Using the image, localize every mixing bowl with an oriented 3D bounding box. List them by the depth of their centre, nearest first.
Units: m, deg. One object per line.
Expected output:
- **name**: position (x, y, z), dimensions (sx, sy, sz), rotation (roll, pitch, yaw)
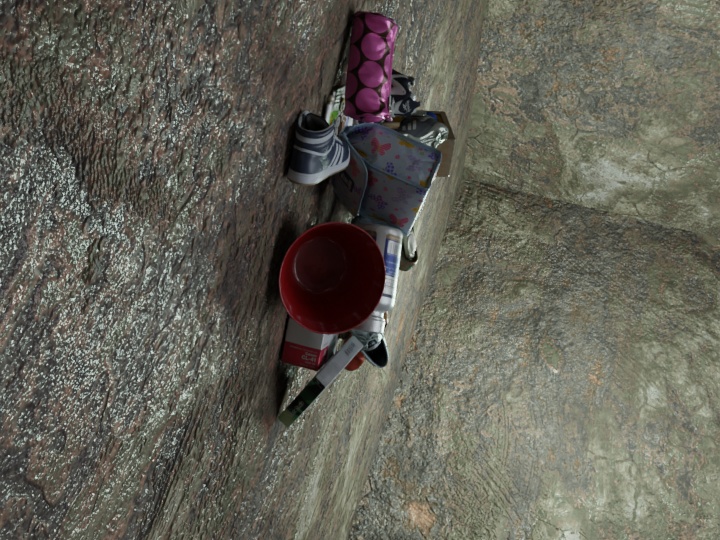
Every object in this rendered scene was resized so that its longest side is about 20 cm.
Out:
- **mixing bowl**: position (-0.063, 0.002, 1.449), dimensions (0.108, 0.196, 0.204), rotation (-142, -118, -67)

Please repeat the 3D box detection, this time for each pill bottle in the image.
- **pill bottle**: position (0.017, 0.017, 1.554), dimensions (0.111, 0.109, 0.204), rotation (38, 59, -78)

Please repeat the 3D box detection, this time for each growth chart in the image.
- **growth chart**: position (-0.043, -0.291, 1.548), dimensions (0.200, 0.017, 0.147), rotation (-55, 157, -60)

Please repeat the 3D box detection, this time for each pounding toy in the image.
- **pounding toy**: position (0.121, -0.324, 1.938), dimensions (0.185, 0.196, 0.144), rotation (-98, -168, -54)

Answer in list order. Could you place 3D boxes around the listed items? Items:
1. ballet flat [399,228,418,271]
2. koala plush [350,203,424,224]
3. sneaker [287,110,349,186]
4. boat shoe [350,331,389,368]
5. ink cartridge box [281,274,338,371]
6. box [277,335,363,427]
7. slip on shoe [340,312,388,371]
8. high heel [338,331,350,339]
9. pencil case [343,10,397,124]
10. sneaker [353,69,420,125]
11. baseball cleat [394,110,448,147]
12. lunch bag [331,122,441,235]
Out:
- **ballet flat**: position (0.101, -0.102, 1.839), dimensions (0.067, 0.067, 0.204), rotation (158, -78, -67)
- **koala plush**: position (0.037, -0.163, 1.768), dimensions (0.200, 0.180, 0.181), rotation (-163, -116, -75)
- **sneaker**: position (-0.062, -0.226, 1.381), dimensions (0.200, 0.069, 0.110), rotation (-48, 151, -59)
- **boat shoe**: position (0.020, 0.135, 1.673), dimensions (0.072, 0.069, 0.202), rotation (62, -1, 41)
- **ink cartridge box**: position (-0.086, 0.083, 1.613), dimensions (0.147, 0.084, 0.204), rotation (-30, 134, -75)
- **box**: position (-0.083, 0.230, 1.647), dimensions (0.144, 0.036, 0.201), rotation (-44, 173, -44)
- **slip on shoe**: position (0.008, 0.157, 1.787), dimensions (0.202, 0.073, 0.062), rotation (-61, -150, 33)
- **high heel**: position (-0.050, 0.144, 1.787), dimensions (0.201, 0.070, 0.145), rotation (-110, -159, -63)
- **pencil case**: position (0.022, -0.381, 1.503), dimensions (0.091, 0.092, 0.204), rotation (-9, 104, -73)
- **sneaker**: position (0.059, -0.345, 1.702), dimensions (0.080, 0.127, 0.202), rotation (84, 23, -59)
- **baseball cleat**: position (0.099, -0.298, 1.754), dimensions (0.198, 0.107, 0.071), rotation (-15, 139, -37)
- **lunch bag**: position (0.036, -0.180, 1.550), dimensions (0.170, 0.197, 0.128), rotation (113, 3, -59)
